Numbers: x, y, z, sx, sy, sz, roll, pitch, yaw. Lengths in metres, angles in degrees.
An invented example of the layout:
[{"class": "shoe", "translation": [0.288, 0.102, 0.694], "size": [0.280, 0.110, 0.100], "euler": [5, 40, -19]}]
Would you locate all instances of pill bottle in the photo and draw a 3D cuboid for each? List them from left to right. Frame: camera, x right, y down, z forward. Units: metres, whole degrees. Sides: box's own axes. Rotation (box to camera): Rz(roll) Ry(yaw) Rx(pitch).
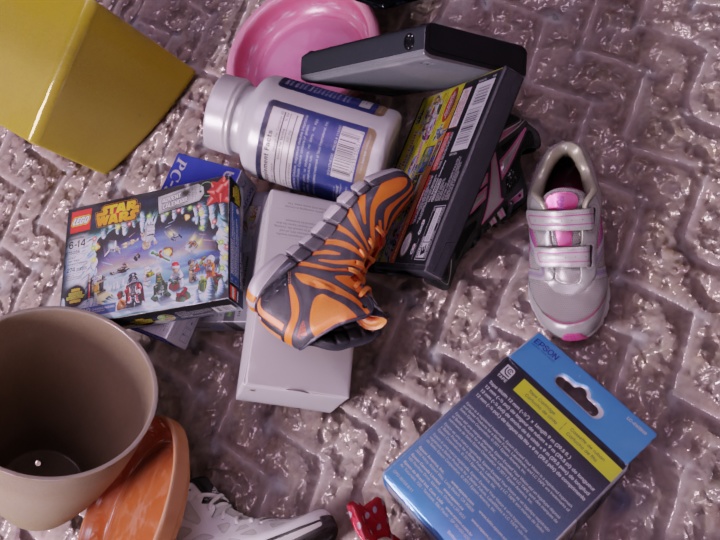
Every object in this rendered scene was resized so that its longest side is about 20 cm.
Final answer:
[{"class": "pill bottle", "translation": [-0.063, -0.143, 0.860], "size": [0.197, 0.111, 0.113], "euler": [18, 75, 6]}]

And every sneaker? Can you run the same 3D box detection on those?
[{"class": "sneaker", "translation": [-0.125, 0.243, 0.778], "size": [0.198, 0.076, 0.117], "euler": [-22, 57, 6]}, {"class": "sneaker", "translation": [0.000, 0.000, 0.738], "size": [0.200, 0.078, 0.112], "euler": [-44, 63, -13]}, {"class": "sneaker", "translation": [0.127, -0.071, 0.813], "size": [0.085, 0.080, 0.203], "euler": [22, 90, -1]}, {"class": "sneaker", "translation": [0.192, -0.035, 0.763], "size": [0.080, 0.088, 0.203], "euler": [-7, 67, 18]}]

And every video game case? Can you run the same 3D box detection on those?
[{"class": "video game case", "translation": [0.072, -0.090, 0.791], "size": [0.203, 0.025, 0.180], "euler": [-68, 19, -6]}]

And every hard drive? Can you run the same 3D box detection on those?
[{"class": "hard drive", "translation": [0.049, -0.210, 0.815], "size": [0.199, 0.138, 0.034], "euler": [8, 97, 52]}]

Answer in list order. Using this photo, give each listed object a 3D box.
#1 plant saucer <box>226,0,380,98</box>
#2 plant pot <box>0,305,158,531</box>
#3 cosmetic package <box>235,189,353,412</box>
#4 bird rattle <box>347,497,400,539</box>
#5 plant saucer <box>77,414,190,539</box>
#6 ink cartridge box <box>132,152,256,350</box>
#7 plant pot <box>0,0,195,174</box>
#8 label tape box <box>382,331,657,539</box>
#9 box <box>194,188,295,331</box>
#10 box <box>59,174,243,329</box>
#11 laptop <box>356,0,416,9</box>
[{"class": "plant saucer", "translation": [-0.066, -0.253, 0.973], "size": [0.197, 0.051, 0.204], "euler": [-8, 66, 17]}, {"class": "plant pot", "translation": [-0.314, 0.172, 0.803], "size": [0.184, 0.201, 0.189], "euler": [15, 44, -15]}, {"class": "cosmetic package", "translation": [-0.060, 0.032, 0.812], "size": [0.106, 0.085, 0.203], "euler": [11, 70, -12]}, {"class": "bird rattle", "translation": [0.053, 0.270, 0.660], "size": [0.112, 0.164, 0.201], "euler": [-30, 69, -14]}, {"class": "plant saucer", "translation": [-0.225, 0.245, 0.793], "size": [0.200, 0.032, 0.203], "euler": [-38, 36, 34]}, {"class": "ink cartridge box", "translation": [-0.199, -0.024, 0.887], "size": [0.093, 0.044, 0.203], "euler": [16, 75, 24]}, {"class": "plant pot", "translation": [-0.368, -0.241, 1.010], "size": [0.198, 0.199, 0.179], "euler": [27, 91, 28]}, {"class": "label tape box", "translation": [0.139, 0.173, 0.708], "size": [0.199, 0.066, 0.143], "euler": [-39, 60, -16]}, {"class": "box", "translation": [-0.171, -0.010, 0.919], "size": [0.196, 0.041, 0.159], "euler": [-2, 68, 19]}, {"class": "box", "translation": [-0.219, -0.014, 0.842], "size": [0.197, 0.040, 0.139], "euler": [-10, 66, 14]}, {"class": "laptop", "translation": [0.022, -0.401, 0.965], "size": [0.176, 0.105, 0.199], "euler": [27, 37, 28]}]
